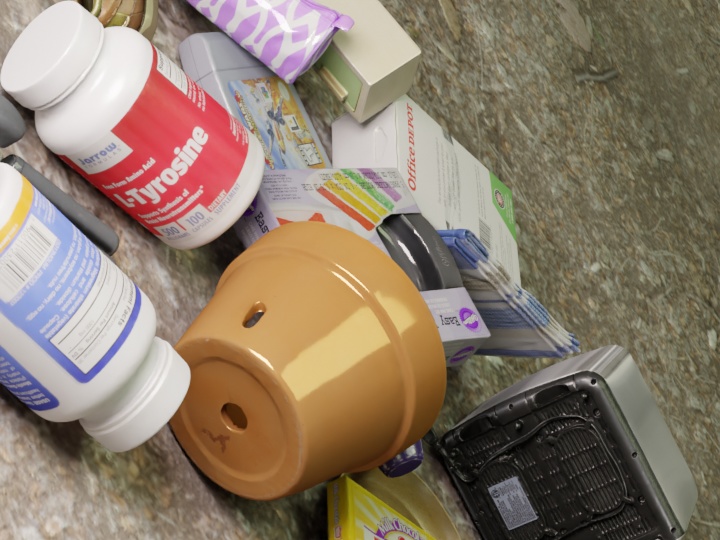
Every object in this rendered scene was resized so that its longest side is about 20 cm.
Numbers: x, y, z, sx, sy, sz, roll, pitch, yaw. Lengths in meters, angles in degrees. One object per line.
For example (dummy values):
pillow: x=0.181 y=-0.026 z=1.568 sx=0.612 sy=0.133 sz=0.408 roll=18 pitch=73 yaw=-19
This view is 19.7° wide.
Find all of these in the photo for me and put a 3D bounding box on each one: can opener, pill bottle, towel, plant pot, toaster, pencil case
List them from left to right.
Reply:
can opener: x=-0.238 y=-0.063 z=1.486 sx=0.200 sy=0.067 sz=0.054 roll=40 pitch=35 yaw=-35
pill bottle: x=-0.210 y=0.031 z=1.403 sx=0.200 sy=0.112 sz=0.112 roll=47 pitch=31 yaw=-29
pill bottle: x=-0.176 y=-0.113 z=1.589 sx=0.200 sy=0.112 sz=0.113 roll=41 pitch=34 yaw=-34
pencil case: x=-0.105 y=-0.254 z=1.815 sx=0.200 sy=0.086 sz=0.084 roll=40 pitch=29 yaw=-6
plant pot: x=-0.054 y=0.081 z=1.558 sx=0.140 sy=0.200 sz=0.201 roll=-36 pitch=97 yaw=-46
plant pot: x=0.032 y=0.249 z=1.711 sx=0.200 sy=0.027 sz=0.201 roll=41 pitch=34 yaw=-36
towel: x=0.097 y=0.021 z=1.903 sx=0.200 sy=0.146 sz=0.024 roll=43 pitch=61 yaw=-36
toaster: x=0.183 y=0.177 z=1.873 sx=0.201 sy=0.180 sz=0.119 roll=62 pitch=25 yaw=-3

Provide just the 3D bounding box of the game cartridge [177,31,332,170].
game cartridge: x=-0.086 y=-0.120 z=1.833 sx=0.201 sy=0.041 sz=0.133 roll=64 pitch=23 yaw=4

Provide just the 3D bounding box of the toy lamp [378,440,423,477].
toy lamp: x=-0.003 y=0.080 z=1.743 sx=0.058 sy=0.058 sz=0.201 roll=10 pitch=49 yaw=-57

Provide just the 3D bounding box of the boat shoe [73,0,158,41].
boat shoe: x=-0.211 y=-0.279 z=1.720 sx=0.068 sy=0.072 sz=0.201 roll=26 pitch=44 yaw=-50

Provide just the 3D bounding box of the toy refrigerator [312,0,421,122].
toy refrigerator: x=-0.036 y=-0.239 z=1.907 sx=0.070 sy=0.076 sz=0.200 roll=-35 pitch=76 yaw=-21

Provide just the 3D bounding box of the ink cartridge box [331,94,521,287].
ink cartridge box: x=0.062 y=-0.059 z=1.975 sx=0.200 sy=0.084 sz=0.147 roll=39 pitch=35 yaw=-36

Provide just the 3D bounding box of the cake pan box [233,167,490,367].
cake pan box: x=0.000 y=0.000 z=1.737 sx=0.199 sy=0.052 sz=0.185 roll=-2 pitch=59 yaw=-48

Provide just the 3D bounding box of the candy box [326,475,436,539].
candy box: x=0.043 y=0.252 z=1.671 sx=0.200 sy=0.026 sz=0.103 roll=39 pitch=32 yaw=-38
